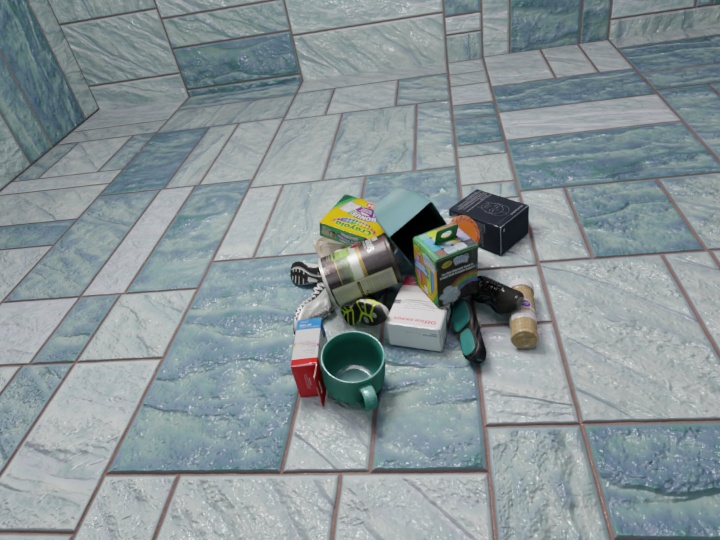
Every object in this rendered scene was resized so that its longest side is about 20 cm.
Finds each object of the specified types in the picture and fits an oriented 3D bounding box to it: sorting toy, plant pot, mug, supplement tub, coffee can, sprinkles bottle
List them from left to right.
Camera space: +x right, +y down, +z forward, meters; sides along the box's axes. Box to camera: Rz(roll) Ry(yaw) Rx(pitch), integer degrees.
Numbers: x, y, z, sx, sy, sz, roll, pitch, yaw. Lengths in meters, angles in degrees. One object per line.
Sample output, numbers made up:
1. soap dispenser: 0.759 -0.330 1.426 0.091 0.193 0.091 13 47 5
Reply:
1. mug: -0.020 0.249 1.271 0.152 0.115 0.185 8 43 9
2. sorting toy: -0.013 -0.073 1.715 0.200 0.107 0.180 9 34 26
3. coffee can: 0.000 0.000 1.478 0.200 0.147 0.146 -21 37 2
4. plant pot: 0.128 -0.133 1.473 0.141 0.141 0.200 -40 36 3
5. supplement tub: 0.244 -0.083 1.557 0.122 0.123 0.200 -38 5 -30
6. sprinkles bottle: 0.416 0.107 1.382 0.068 0.068 0.200 -1 39 14

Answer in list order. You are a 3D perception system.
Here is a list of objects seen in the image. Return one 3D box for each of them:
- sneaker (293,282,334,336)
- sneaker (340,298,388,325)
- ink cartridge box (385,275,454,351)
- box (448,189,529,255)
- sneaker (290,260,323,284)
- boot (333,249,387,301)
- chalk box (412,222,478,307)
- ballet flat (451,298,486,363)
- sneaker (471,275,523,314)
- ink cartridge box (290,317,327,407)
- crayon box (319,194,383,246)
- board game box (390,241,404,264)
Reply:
1. sneaker: -0.123 0.113 1.524 0.081 0.075 0.200 17 45 20
2. sneaker: 0.020 0.100 1.442 0.076 0.076 0.200 -29 12 -27
3. ink cartridge box: 0.166 0.110 1.432 0.144 0.084 0.200 5 39 21
4. box: 0.402 -0.156 1.693 0.148 0.107 0.200 -35 42 -28
5. sneaker: -0.136 0.013 1.667 0.200 0.074 0.080 9 2 38
6. boot: -0.012 0.015 1.582 0.200 0.073 0.090 27 52 16
7. chalk box: 0.216 -0.033 1.370 0.125 0.200 0.124 -19 38 -15
8. ballet flat: 0.278 0.156 1.363 0.073 0.073 0.200 -9 38 4
9. sneaker: 0.339 0.059 1.409 0.075 0.079 0.200 -57 26 -10
10. ink cartridge box: -0.123 0.228 1.332 0.067 0.116 0.200 -6 37 6
11. crayon box: 0.002 -0.142 1.630 0.200 0.058 0.173 19 43 17
12. board game box: 0.123 -0.093 1.666 0.037 0.151 0.200 30 39 -13
